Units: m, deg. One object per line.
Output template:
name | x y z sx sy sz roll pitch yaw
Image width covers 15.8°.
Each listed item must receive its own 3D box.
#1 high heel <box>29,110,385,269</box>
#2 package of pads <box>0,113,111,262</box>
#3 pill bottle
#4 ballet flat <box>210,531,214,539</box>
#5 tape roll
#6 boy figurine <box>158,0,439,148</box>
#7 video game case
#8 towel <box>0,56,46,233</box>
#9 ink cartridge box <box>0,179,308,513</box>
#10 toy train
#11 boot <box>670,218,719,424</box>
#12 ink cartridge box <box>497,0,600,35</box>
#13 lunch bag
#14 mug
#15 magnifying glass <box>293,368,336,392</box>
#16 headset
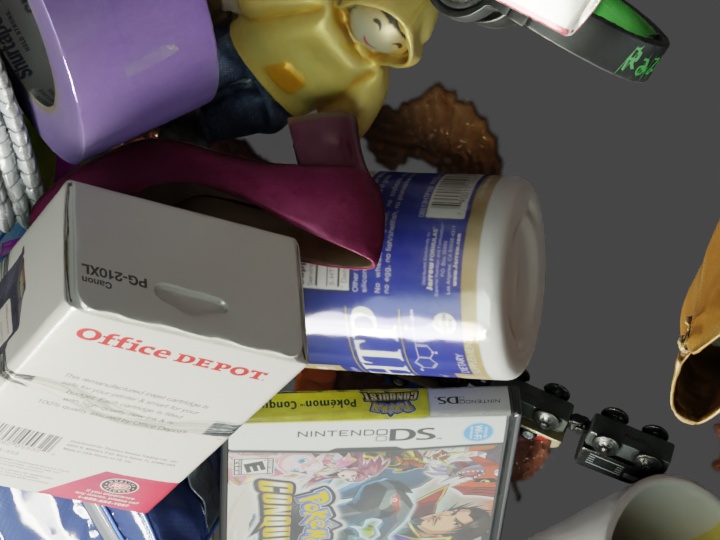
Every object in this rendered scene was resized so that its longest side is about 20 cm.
high heel | -0.087 -0.026 1.448 0.199 0.096 0.067 -16 148 8
package of pads | -0.247 -0.006 1.580 0.200 0.155 0.068 -18 146 29
pill bottle | 0.000 0.000 1.519 0.199 0.120 0.120 3 126 18
ballet flat | -0.178 0.191 1.771 0.199 0.071 0.065 -5 149 26
tape roll | -0.159 -0.165 1.398 0.085 0.200 0.200 -27 123 -16
boy figurine | -0.032 -0.118 1.480 0.200 0.064 0.125 -17 116 32
video game case | 0.002 0.141 1.621 0.180 0.026 0.200 -1 141 -5
towel | -0.256 -0.120 1.467 0.085 0.166 0.200 -24 143 -10
ink cartridge box | -0.138 0.047 1.437 0.144 0.085 0.200 14 144 -27
toy train | 0.098 0.085 1.606 0.199 0.034 0.046 23 141 1
boot | 0.230 -0.016 1.411 0.071 0.144 0.202 24 129 0
ink cartridge box | 0.080 -0.228 1.270 0.146 0.200 0.083 27 133 -1
lunch bag | -0.165 0.095 1.637 0.132 0.136 0.200 -11 120 25
mug | 0.160 0.231 1.624 0.153 0.149 0.187 -23 111 44
magnifying glass | -0.043 0.139 1.702 0.079 0.022 0.200 17 128 6
headset | 0.082 -0.175 1.373 0.200 0.123 0.094 34 106 15
